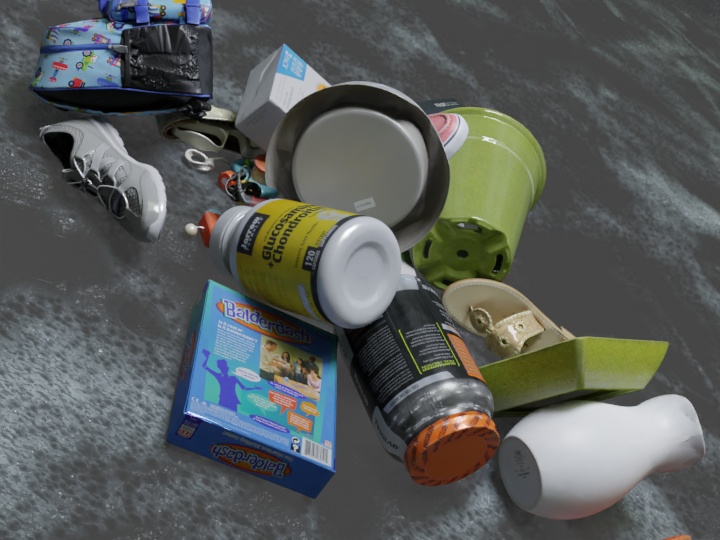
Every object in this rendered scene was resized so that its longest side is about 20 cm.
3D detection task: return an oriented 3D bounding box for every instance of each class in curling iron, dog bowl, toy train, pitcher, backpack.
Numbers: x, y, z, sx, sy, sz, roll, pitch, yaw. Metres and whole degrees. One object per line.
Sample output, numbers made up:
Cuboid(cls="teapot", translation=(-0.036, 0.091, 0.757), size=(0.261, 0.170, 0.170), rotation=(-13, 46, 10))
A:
Cuboid(cls="curling iron", translation=(-0.072, -0.074, 1.289), size=(0.200, 0.026, 0.050), rotation=(18, 52, -42))
Cuboid(cls="dog bowl", translation=(-0.001, -0.112, 1.223), size=(0.200, 0.200, 0.059), rotation=(30, 26, -7))
Cuboid(cls="toy train", translation=(-0.135, -0.085, 1.312), size=(0.150, 0.056, 0.200), rotation=(16, 36, -29))
Cuboid(cls="pitcher", translation=(0.243, 0.201, 1.227), size=(0.199, 0.172, 0.122), rotation=(-10, 75, -26))
Cuboid(cls="backpack", translation=(-0.265, -0.238, 1.263), size=(0.199, 0.135, 0.183), rotation=(0, 7, -6))

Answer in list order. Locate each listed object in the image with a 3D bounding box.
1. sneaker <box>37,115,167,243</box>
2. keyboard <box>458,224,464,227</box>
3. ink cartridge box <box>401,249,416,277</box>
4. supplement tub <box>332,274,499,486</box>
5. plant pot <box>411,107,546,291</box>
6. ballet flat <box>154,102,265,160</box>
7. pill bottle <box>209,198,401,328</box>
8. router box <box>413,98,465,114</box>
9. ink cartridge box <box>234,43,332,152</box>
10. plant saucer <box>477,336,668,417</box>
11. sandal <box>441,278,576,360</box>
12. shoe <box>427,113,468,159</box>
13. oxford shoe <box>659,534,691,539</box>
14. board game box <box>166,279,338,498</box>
Cuboid(cls="sneaker", translation=(-0.272, -0.091, 1.185), size=(0.082, 0.075, 0.200), rotation=(-8, 39, -41))
Cuboid(cls="keyboard", translation=(0.059, -0.113, 1.584), size=(0.200, 0.011, 0.056), rotation=(21, 33, -21))
Cuboid(cls="ink cartridge box", translation=(0.000, 0.000, 1.336), size=(0.145, 0.048, 0.200), rotation=(26, 16, -15))
Cuboid(cls="supplement tub", translation=(0.058, 0.112, 1.158), size=(0.122, 0.123, 0.200), rotation=(10, 39, -36))
Cuboid(cls="plant pot", translation=(0.134, -0.074, 1.435), size=(0.200, 0.200, 0.190), rotation=(28, 37, -12))
Cuboid(cls="ballet flat", translation=(-0.160, -0.164, 1.402), size=(0.199, 0.068, 0.062), rotation=(10, 48, -21))
Cuboid(cls="pill bottle", translation=(-0.063, -0.013, 1.160), size=(0.200, 0.112, 0.112), rotation=(14, 11, 43))
Cuboid(cls="router box", translation=(0.133, -0.188, 1.700), size=(0.150, 0.062, 0.200), rotation=(43, 29, 19))
Cuboid(cls="ink cartridge box", translation=(-0.051, -0.165, 1.382), size=(0.200, 0.068, 0.115), rotation=(39, 38, -28))
Cuboid(cls="plant saucer", translation=(0.213, 0.124, 1.241), size=(0.200, 0.199, 0.048), rotation=(6, 68, -49))
Cuboid(cls="sandal", translation=(0.197, 0.083, 1.380), size=(0.211, 0.078, 0.070), rotation=(29, 24, -19))
Cuboid(cls="shoe", translation=(0.016, -0.143, 1.272), size=(0.091, 0.200, 0.072), rotation=(47, 33, -36))
Cuboid(cls="oxford shoe", translation=(0.290, 0.327, 1.157), size=(0.200, 0.071, 0.073), rotation=(-14, 75, -47))
Cuboid(cls="board game box", translation=(-0.097, 0.110, 1.087), size=(0.152, 0.045, 0.200), rotation=(25, 32, -16))
